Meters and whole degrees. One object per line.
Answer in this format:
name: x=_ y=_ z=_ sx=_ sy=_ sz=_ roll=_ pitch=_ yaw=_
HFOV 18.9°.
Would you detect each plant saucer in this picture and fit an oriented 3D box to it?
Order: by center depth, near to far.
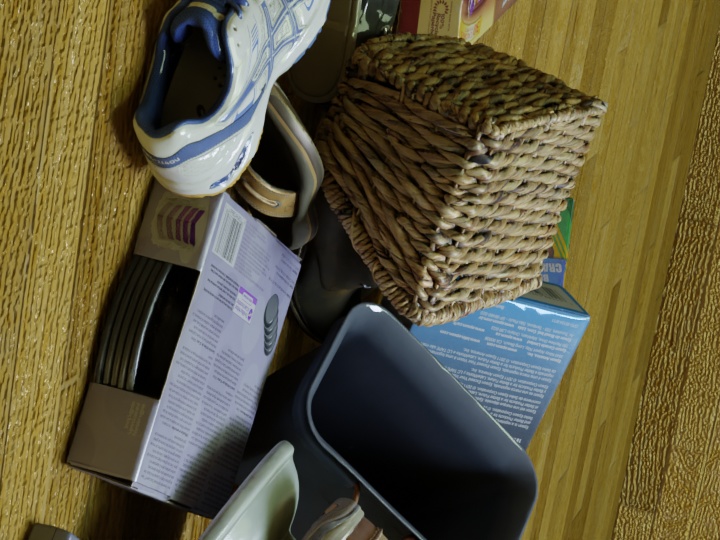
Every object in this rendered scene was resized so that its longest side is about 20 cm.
plant saucer: x=-0.090 y=0.201 z=1.384 sx=0.200 sy=0.050 sz=0.200 roll=-54 pitch=176 yaw=-5

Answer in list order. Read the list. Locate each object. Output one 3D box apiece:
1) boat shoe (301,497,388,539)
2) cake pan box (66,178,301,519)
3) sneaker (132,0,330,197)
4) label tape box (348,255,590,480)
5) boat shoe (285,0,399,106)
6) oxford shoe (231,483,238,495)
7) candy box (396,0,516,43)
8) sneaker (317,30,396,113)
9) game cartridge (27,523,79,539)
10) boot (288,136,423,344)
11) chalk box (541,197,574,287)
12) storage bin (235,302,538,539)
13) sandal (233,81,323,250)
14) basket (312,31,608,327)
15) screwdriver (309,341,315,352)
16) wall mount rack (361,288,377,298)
boat shoe: x=-0.039 y=0.234 z=1.373 sx=0.200 sy=0.072 sz=0.076 roll=-56 pitch=175 yaw=32
cake pan box: x=-0.105 y=0.053 z=1.342 sx=0.200 sy=0.052 sz=0.185 roll=43 pitch=61 yaw=-73
sneaker: x=-0.071 y=-0.142 z=1.241 sx=0.088 sy=0.075 sz=0.200 roll=57 pitch=48 yaw=-69
label tape box: x=0.064 y=0.094 z=1.633 sx=0.200 sy=0.144 sz=0.063 roll=-65 pitch=-150 yaw=17
boat shoe: x=0.000 y=-0.207 z=1.443 sx=0.057 sy=0.067 sz=0.200 roll=-13 pitch=123 yaw=-66
oxford shoe: x=-0.077 y=0.204 z=1.585 sx=0.074 sy=0.071 sz=0.200 roll=155 pitch=-50 yaw=-71
candy box: x=0.088 y=-0.254 z=1.736 sx=0.200 sy=0.056 sz=0.117 roll=-45 pitch=146 yaw=-59
sneaker: x=0.036 y=-0.077 z=1.556 sx=0.200 sy=0.074 sz=0.079 roll=51 pitch=51 yaw=-18
game cartridge: x=-0.193 y=0.255 z=1.249 sx=0.130 sy=0.038 sz=0.200 roll=72 pitch=35 yaw=-70
boot: x=0.000 y=0.000 z=1.553 sx=0.075 sy=0.097 sz=0.200 roll=-48 pitch=150 yaw=-29
chalk box: x=0.089 y=0.038 z=1.755 sx=0.124 sy=0.124 sz=0.200 roll=114 pitch=-13 yaw=-57
storage bin: x=0.000 y=0.145 z=1.508 sx=0.200 sy=0.134 sz=0.146 roll=44 pitch=47 yaw=-19
sandal: x=-0.065 y=-0.065 z=1.363 sx=0.054 sy=0.080 sz=0.200 roll=-30 pitch=157 yaw=-16
basket: x=0.048 y=-0.066 z=1.435 sx=0.200 sy=0.143 sz=0.149 roll=-19 pitch=133 yaw=-60
screwdriver: x=-0.045 y=0.136 z=1.680 sx=0.028 sy=0.029 sz=0.200 roll=-60 pitch=154 yaw=-53
wall mount rack: x=0.032 y=-0.064 z=1.688 sx=0.174 sy=0.074 sz=0.200 roll=68 pitch=39 yaw=-59
